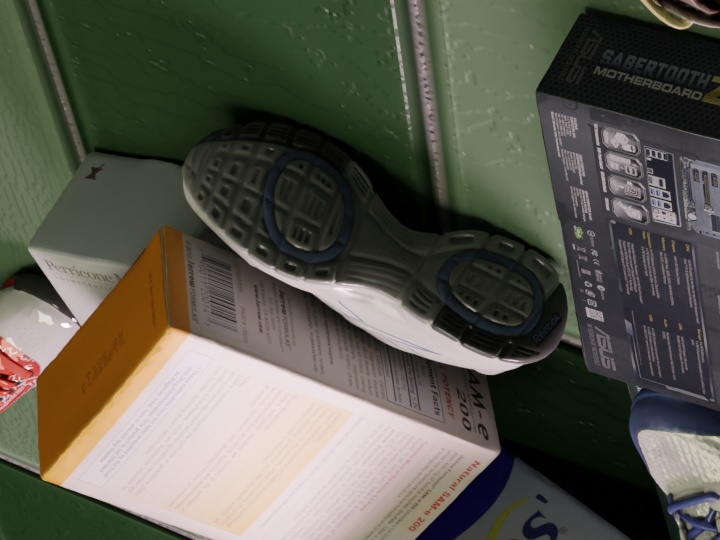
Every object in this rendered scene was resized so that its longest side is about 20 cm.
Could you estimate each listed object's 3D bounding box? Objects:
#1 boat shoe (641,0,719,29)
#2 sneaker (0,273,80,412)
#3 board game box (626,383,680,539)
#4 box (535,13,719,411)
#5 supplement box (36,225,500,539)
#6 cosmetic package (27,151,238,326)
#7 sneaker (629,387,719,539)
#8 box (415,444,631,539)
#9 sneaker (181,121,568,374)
[{"bbox_3d":[0.130,-0.119,0.874,0.199,0.060,0.072,7,145,38],"label":"boat shoe"},{"bbox_3d":[-0.233,0.074,1.503,0.067,0.108,0.201,39,151,-17],"label":"sneaker"},{"bbox_3d":[0.205,0.101,1.201,0.135,0.028,0.200,15,149,28],"label":"board game box"},{"bbox_3d":[0.164,-0.009,1.034,0.157,0.051,0.200,17,149,25],"label":"box"},{"bbox_3d":[-0.047,0.073,1.241,0.199,0.074,0.126,23,126,-29],"label":"supplement box"},{"bbox_3d":[-0.084,0.032,1.326,0.101,0.071,0.200,10,146,34],"label":"cosmetic package"},{"bbox_3d":[0.184,0.141,1.130,0.200,0.088,0.075,50,151,-4],"label":"sneaker"},{"bbox_3d":[0.083,0.225,1.309,0.200,0.184,0.105,34,160,34],"label":"box"},{"bbox_3d":[0.000,0.000,1.194,0.199,0.075,0.087,30,158,2],"label":"sneaker"}]
